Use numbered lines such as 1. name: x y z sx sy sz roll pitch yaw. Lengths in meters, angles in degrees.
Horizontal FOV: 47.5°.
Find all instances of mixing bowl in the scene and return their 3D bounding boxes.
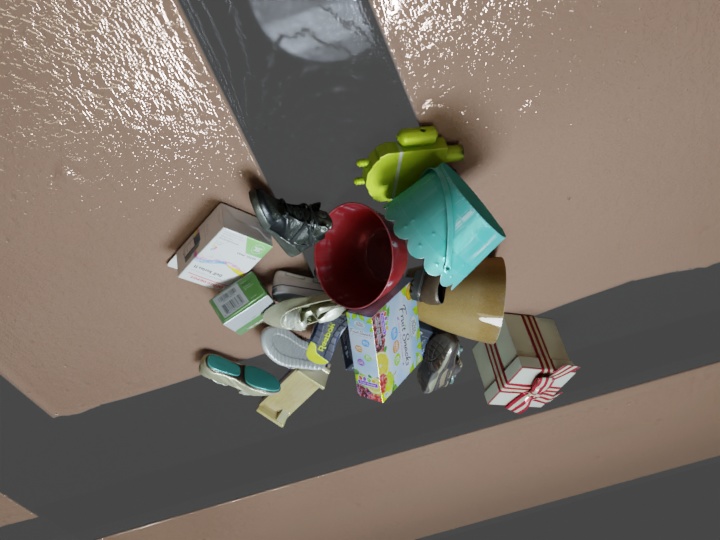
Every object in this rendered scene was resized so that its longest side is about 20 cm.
1. mixing bowl: 0.018 -0.029 1.577 0.108 0.201 0.200 -3 146 -48

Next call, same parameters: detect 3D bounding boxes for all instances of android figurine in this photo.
1. android figurine: 0.087 -0.186 1.500 0.199 0.041 0.182 -7 142 -11

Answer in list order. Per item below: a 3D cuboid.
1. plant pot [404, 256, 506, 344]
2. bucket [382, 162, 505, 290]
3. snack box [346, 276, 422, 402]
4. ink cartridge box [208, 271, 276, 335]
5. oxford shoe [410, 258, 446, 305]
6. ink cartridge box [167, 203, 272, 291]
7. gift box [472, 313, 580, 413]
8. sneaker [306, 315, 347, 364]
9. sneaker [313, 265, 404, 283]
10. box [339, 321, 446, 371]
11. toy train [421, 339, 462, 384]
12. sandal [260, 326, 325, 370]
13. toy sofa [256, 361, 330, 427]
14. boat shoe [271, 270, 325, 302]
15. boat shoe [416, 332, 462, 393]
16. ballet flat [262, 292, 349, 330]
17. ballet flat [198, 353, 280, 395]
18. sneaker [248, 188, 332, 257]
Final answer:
1. plant pot: 0.192 0.052 1.738 0.199 0.187 0.187 7 140 -1
2. bucket: 0.153 -0.085 1.465 0.135 0.208 0.207 -41 135 15
3. snack box: 0.052 0.134 1.648 0.067 0.169 0.201 11 122 31
4. ink cartridge box: -0.232 0.071 1.660 0.104 0.059 0.200 -34 170 -5
5. oxford shoe: 0.167 -0.027 1.629 0.073 0.084 0.201 -3 107 -60
6. ink cartridge box: -0.273 -0.028 1.569 0.117 0.068 0.200 21 130 -37
7. gift box: 0.410 0.226 1.983 0.199 0.187 0.185 5 139 -20
8. sneaker: -0.061 0.108 1.803 0.074 0.082 0.200 29 112 -7
9. sneaker: 0.000 0.000 1.692 0.199 0.076 0.091 4 127 -26
10. box: 0.072 0.147 1.853 0.148 0.107 0.200 20 131 -34
11. toy train: 0.186 0.189 1.931 0.085 0.114 0.201 -1 139 -6
12. sandal: -0.160 0.188 1.869 0.050 0.083 0.202 -12 150 42
13. toy sofa: -0.161 0.280 1.983 0.083 0.098 0.200 35 125 -14
14. boat shoe: -0.086 0.041 1.705 0.199 0.066 0.074 14 150 -25
15. boat shoe: 0.184 0.199 1.813 0.073 0.075 0.200 -7 147 -21
16. ballet flat: -0.101 0.084 1.641 0.199 0.070 0.070 -18 142 5
17. ballet flat: -0.282 0.248 1.886 0.199 0.070 0.069 27 129 -21
18. sneaker: -0.125 -0.105 1.514 0.114 0.076 0.199 -25 143 12
